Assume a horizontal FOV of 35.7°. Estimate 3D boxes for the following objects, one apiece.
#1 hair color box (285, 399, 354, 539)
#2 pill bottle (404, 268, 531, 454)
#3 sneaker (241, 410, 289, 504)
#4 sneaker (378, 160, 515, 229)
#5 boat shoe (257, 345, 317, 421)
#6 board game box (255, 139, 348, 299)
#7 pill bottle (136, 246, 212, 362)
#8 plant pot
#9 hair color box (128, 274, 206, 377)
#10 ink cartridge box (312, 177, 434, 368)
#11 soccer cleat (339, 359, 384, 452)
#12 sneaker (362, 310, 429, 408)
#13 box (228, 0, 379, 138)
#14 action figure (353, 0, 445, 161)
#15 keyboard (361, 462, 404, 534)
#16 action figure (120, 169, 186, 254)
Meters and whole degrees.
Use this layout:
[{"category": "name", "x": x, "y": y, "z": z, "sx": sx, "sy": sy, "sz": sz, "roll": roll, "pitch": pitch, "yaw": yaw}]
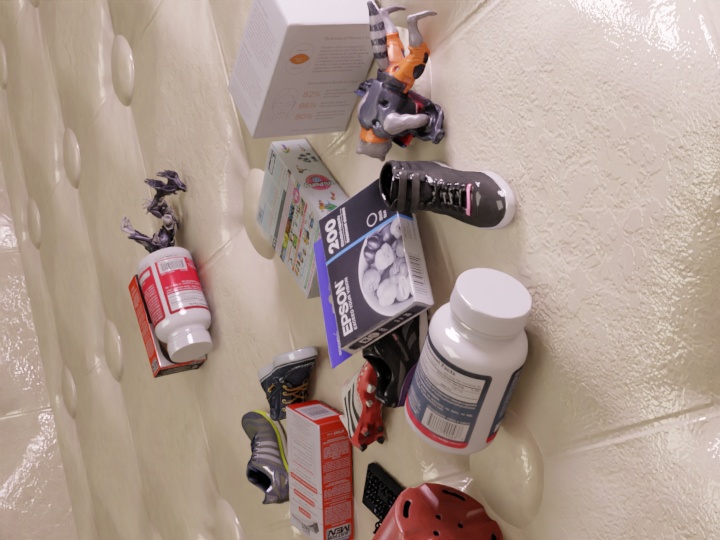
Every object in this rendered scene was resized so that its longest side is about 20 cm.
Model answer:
[{"category": "hair color box", "x": -0.064, "y": 0.317, "z": 1.756, "sx": 0.110, "sy": 0.063, "sz": 0.203, "roll": 18, "pitch": 112, "yaw": 56}, {"category": "pill bottle", "x": 0.129, "y": 0.104, "z": 1.303, "sx": 0.120, "sy": 0.118, "sz": 0.202, "roll": 52, "pitch": 139, "yaw": 41}, {"category": "sneaker", "x": -0.164, "y": 0.318, "z": 1.914, "sx": 0.200, "sy": 0.080, "sz": 0.075, "roll": 52, "pitch": 139, "yaw": 41}, {"category": "sneaker", "x": 0.094, "y": -0.088, "z": 1.334, "sx": 0.199, "sy": 0.098, "sz": 0.072, "roll": 26, "pitch": 118, "yaw": 54}, {"category": "boat shoe", "x": -0.107, "y": 0.183, "z": 1.798, "sx": 0.200, "sy": 0.070, "sz": 0.092, "roll": 139, "pitch": 116, "yaw": -64}, {"category": "board game box", "x": -0.083, "y": -0.080, "z": 1.684, "sx": 0.201, "sy": 0.064, "sz": 0.149, "roll": 55, "pitch": 143, "yaw": 40}, {"category": "pill bottle", "x": -0.352, "y": 0.067, "z": 2.145, "sx": 0.112, "sy": 0.111, "sz": 0.202, "roll": -51, "pitch": 54, "yaw": 52}, {"category": "plant pot", "x": 0.080, "y": 0.390, "z": 1.414, "sx": 0.201, "sy": 0.199, "sz": 0.197, "roll": 52, "pitch": 131, "yaw": 41}, {"category": "hair color box", "x": -0.386, "y": 0.103, "z": 2.227, "sx": 0.061, "sy": 0.100, "sz": 0.202, "roll": -46, "pitch": 59, "yaw": 54}, {"category": "ink cartridge box", "x": 0.000, "y": 0.000, "z": 1.478, "sx": 0.199, "sy": 0.043, "sz": 0.200, "roll": -35, "pitch": 53, "yaw": 37}, {"category": "soccer cleat", "x": 0.008, "y": 0.166, "z": 1.587, "sx": 0.085, "sy": 0.068, "sz": 0.202, "roll": 47, "pitch": 141, "yaw": 39}, {"category": "sneaker", "x": 0.042, "y": 0.080, "z": 1.481, "sx": 0.076, "sy": 0.087, "sz": 0.203, "roll": -23, "pitch": 77, "yaw": 60}, {"category": "box", "x": -0.076, "y": -0.292, "z": 1.525, "sx": 0.107, "sy": 0.151, "sz": 0.201, "roll": 62, "pitch": 144, "yaw": 31}, {"category": "action figure", "x": 0.025, "y": -0.238, "z": 1.417, "sx": 0.199, "sy": 0.104, "sz": 0.196, "roll": 27, "pitch": 111, "yaw": 53}, {"category": "keyboard", "x": 0.050, "y": 0.364, "z": 1.593, "sx": 0.200, "sy": 0.039, "sz": 0.106, "roll": 34, "pitch": 125, "yaw": 54}, {"category": "action figure", "x": -0.405, "y": -0.100, "z": 2.196, "sx": 0.119, "sy": 0.101, "sz": 0.202, "roll": -61, "pitch": -9, "yaw": -58}]
